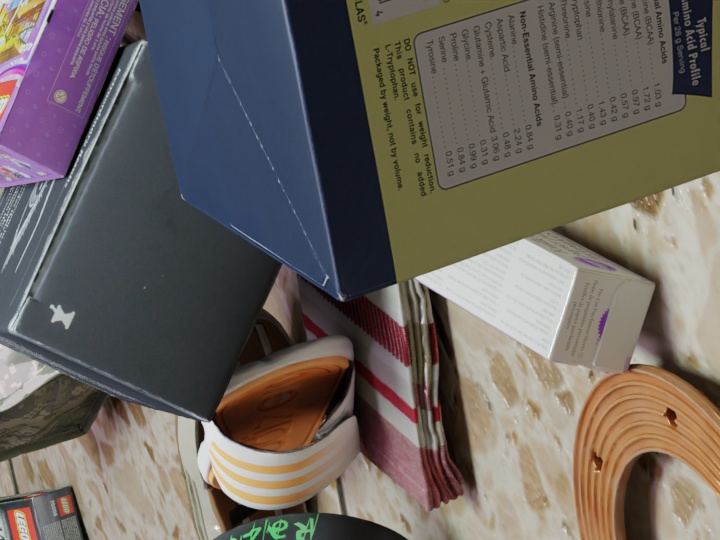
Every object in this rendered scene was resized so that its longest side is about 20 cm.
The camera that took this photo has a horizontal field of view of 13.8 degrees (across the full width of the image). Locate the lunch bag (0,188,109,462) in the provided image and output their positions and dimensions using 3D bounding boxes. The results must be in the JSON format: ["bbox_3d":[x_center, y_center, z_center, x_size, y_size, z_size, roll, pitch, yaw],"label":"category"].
[{"bbox_3d":[-0.221,0.016,1.861,0.164,0.118,0.200,66,153,14],"label":"lunch bag"}]

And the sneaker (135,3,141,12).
[{"bbox_3d":[-0.043,-0.111,1.336,0.200,0.080,0.071,32,136,59],"label":"sneaker"}]

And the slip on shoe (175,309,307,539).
[{"bbox_3d":[-0.067,0.093,1.596,0.061,0.076,0.200,41,152,42],"label":"slip on shoe"}]

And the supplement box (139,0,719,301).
[{"bbox_3d":[0.038,-0.126,0.949,0.134,0.200,0.200,32,137,59],"label":"supplement box"}]

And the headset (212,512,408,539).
[{"bbox_3d":[-0.008,0.196,1.472,0.200,0.123,0.094,51,-153,-45],"label":"headset"}]

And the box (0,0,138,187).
[{"bbox_3d":[-0.164,-0.107,1.417,0.200,0.039,0.137,-3,63,65],"label":"box"}]

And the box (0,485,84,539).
[{"bbox_3d":[-0.238,0.260,2.130,0.137,0.040,0.200,-13,92,45],"label":"box"}]

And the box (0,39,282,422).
[{"bbox_3d":[-0.108,-0.018,1.407,0.148,0.104,0.200,-65,15,-5],"label":"box"}]

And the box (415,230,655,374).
[{"bbox_3d":[0.051,-0.006,1.234,0.200,0.039,0.041,30,107,60],"label":"box"}]

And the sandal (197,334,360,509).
[{"bbox_3d":[-0.035,0.087,1.449,0.207,0.079,0.059,103,146,-71],"label":"sandal"}]

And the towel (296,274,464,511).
[{"bbox_3d":[0.000,0.000,1.415,0.144,0.023,0.200,-143,40,-59],"label":"towel"}]

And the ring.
[{"bbox_3d":[0.141,0.130,1.173,0.200,0.019,0.200,53,154,41],"label":"ring"}]
